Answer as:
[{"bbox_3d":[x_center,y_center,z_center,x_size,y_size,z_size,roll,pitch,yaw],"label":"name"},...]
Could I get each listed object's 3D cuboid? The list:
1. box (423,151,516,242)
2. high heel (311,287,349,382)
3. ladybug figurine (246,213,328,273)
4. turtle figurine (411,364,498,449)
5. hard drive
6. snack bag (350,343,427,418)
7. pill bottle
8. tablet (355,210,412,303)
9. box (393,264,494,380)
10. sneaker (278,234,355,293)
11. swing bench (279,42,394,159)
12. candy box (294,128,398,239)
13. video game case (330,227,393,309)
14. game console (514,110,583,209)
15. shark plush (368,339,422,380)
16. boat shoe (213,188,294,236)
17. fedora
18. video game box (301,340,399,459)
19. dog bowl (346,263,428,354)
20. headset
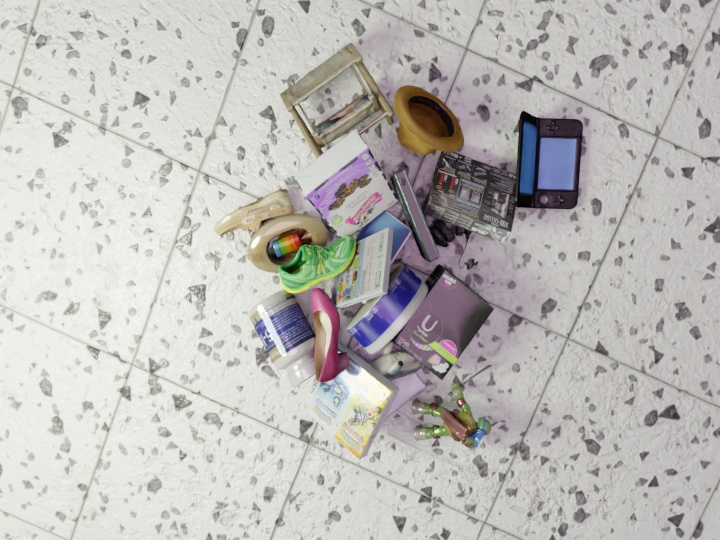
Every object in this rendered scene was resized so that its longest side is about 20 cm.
[{"bbox_3d":[0.254,-0.171,1.231,0.194,0.050,0.161,19,63,-1],"label":"box"},{"bbox_3d":[-0.091,0.143,1.225,0.066,0.095,0.206,-15,90,42],"label":"high heel"},{"bbox_3d":[-0.172,-0.069,1.274,0.194,0.072,0.139,-16,123,-5],"label":"ladybug figurine"},{"bbox_3d":[0.230,0.351,1.317,0.188,0.202,0.147,-4,127,25],"label":"turtle figurine"},{"bbox_3d":[0.122,-0.122,1.235,0.032,0.140,0.205,-22,95,3],"label":"hard drive"},{"bbox_3d":[0.037,0.270,1.341,0.187,0.021,0.202,-38,94,5],"label":"snack bag"},{"bbox_3d":[-0.166,0.159,1.270,0.118,0.120,0.203,-31,82,5],"label":"pill bottle"},{"bbox_3d":[0.026,-0.039,1.277,0.130,0.014,0.203,39,98,37],"label":"tablet"},{"bbox_3d":[0.186,0.114,1.267,0.147,0.124,0.202,36,95,-4],"label":"box"},{"bbox_3d":[-0.097,-0.022,1.235,0.197,0.075,0.084,-31,130,-1],"label":"sneaker"},{"bbox_3d":[-0.054,-0.371,1.220,0.196,0.130,0.203,-33,94,6],"label":"swing bench"},{"bbox_3d":[-0.025,-0.181,1.207,0.166,0.200,0.072,-36,55,5],"label":"candy box"},{"bbox_3d":[0.000,0.000,1.216,0.018,0.198,0.148,20,66,-32],"label":"video game case"},{"bbox_3d":[0.423,-0.242,1.223,0.170,0.116,0.207,2,97,2],"label":"game console"},{"bbox_3d":[0.053,0.263,1.300,0.200,0.091,0.083,-44,123,0],"label":"shark plush"},{"bbox_3d":[-0.251,-0.121,1.284,0.195,0.071,0.066,-26,94,3],"label":"boat shoe"},{"bbox_3d":[0.139,-0.318,1.217,0.200,0.201,0.082,42,132,-3],"label":"fedora"},{"bbox_3d":[-0.028,0.299,1.276,0.198,0.046,0.186,32,106,28],"label":"video game box"},{"bbox_3d":[0.059,0.085,1.230,0.079,0.200,0.201,42,96,-3],"label":"dog bowl"},{"bbox_3d":[0.214,-0.099,1.258,0.120,0.094,0.205,-22,84,5],"label":"headset"}]
